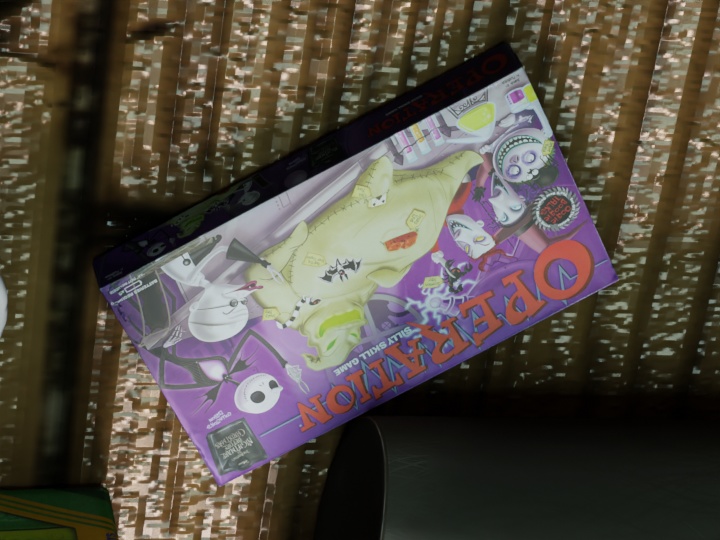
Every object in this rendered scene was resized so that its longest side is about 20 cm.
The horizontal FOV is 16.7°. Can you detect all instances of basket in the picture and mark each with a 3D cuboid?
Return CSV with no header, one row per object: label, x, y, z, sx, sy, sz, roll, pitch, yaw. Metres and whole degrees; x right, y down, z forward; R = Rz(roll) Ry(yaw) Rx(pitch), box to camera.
basket,0.086,0.139,1.088,0.198,0.136,0.182,11,89,-14

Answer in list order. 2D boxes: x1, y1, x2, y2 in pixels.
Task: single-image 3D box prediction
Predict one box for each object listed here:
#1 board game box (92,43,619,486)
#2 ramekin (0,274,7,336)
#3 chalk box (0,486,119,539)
board game box,0.000,0.000,1.049,0.199,0.032,0.120,-28,126,2
ramekin,-0.240,0.010,0.909,0.201,0.095,0.203,-25,156,-12
chalk box,-0.200,0.176,1.038,0.198,0.125,0.125,-1,120,-16
